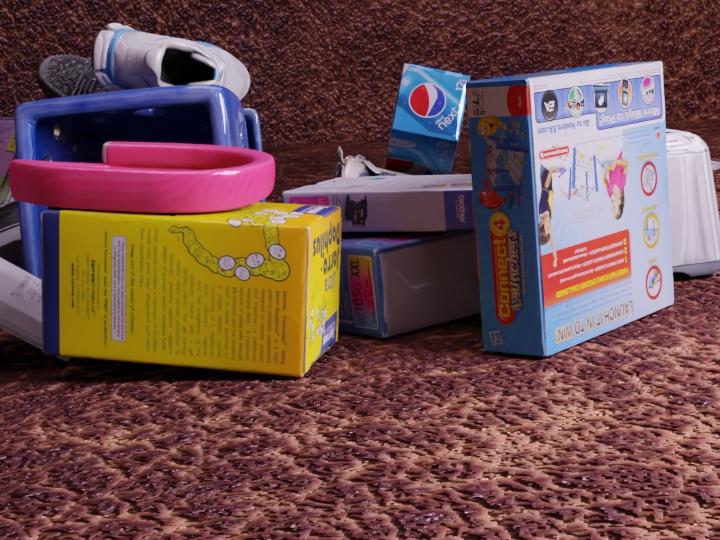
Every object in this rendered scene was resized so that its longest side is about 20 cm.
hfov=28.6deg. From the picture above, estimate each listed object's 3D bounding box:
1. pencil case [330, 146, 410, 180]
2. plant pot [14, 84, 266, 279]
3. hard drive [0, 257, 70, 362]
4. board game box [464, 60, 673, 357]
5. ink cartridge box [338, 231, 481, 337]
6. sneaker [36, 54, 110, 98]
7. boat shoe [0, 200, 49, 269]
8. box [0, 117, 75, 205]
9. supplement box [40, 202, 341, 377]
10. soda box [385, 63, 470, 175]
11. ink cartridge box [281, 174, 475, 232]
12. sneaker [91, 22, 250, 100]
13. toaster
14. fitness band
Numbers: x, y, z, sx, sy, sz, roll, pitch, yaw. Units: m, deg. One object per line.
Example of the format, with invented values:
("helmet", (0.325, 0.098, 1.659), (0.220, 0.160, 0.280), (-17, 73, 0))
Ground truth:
("pencil case", (0.063, -0.054, 1.326), (0.199, 0.090, 0.078), (9, 26, -6))
("plant pot", (-0.185, -0.060, 1.293), (0.199, 0.201, 0.180), (-3, 3, 13))
("hard drive", (-0.311, 0.004, 1.130), (0.200, 0.026, 0.132), (29, 5, -10))
("board game box", (0.163, -0.053, 1.065), (0.056, 0.197, 0.200), (3, 11, 39))
("ink cartridge box", (0.000, 0.000, 1.199), (0.136, 0.077, 0.200), (-12, 11, -39))
("sneaker", (-0.233, -0.144, 1.426), (0.199, 0.060, 0.104), (20, -28, -8))
("boat shoe", (-0.375, -0.021, 1.340), (0.199, 0.068, 0.074), (-22, -34, 21))
("box", (-0.296, -0.076, 1.474), (0.200, 0.097, 0.176), (25, -5, -29))
("supplement box", (-0.122, 0.006, 1.046), (0.199, 0.110, 0.109), (4, 11, 10))
("soda box", (0.060, -0.126, 1.359), (0.064, 0.068, 0.200), (11, -15, 2))
("ink cartridge box", (0.049, -0.056, 1.162), (0.199, 0.042, 0.119), (-2, 9, 23))
("sneaker", (-0.155, -0.180, 1.319), (0.086, 0.075, 0.200), (12, 7, 31))
("toaster", (0.227, -0.057, 1.268), (0.199, 0.130, 0.114), (-6, 9, -7))
("fitness band", (-0.162, -0.071, 1.059), (0.199, 0.038, 0.144), (2, 11, 10))
